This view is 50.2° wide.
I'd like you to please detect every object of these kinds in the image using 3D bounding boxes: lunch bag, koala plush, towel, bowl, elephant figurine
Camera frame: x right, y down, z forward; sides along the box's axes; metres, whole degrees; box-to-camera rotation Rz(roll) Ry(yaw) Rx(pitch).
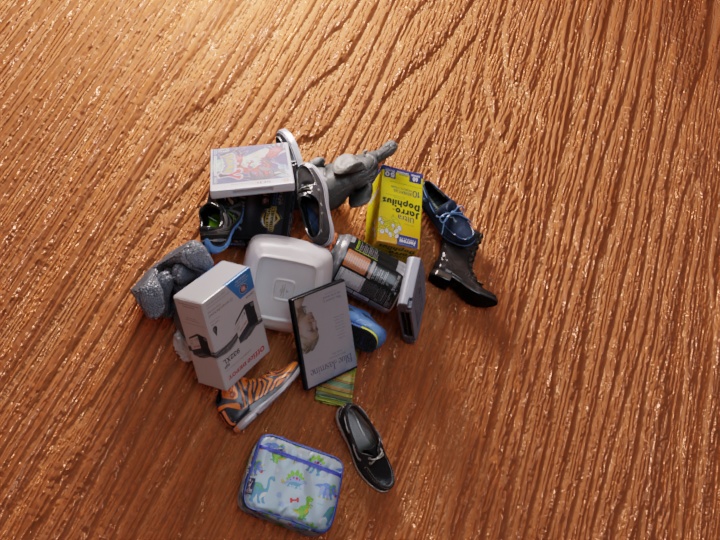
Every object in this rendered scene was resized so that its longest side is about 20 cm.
[{"bbox_3d":[-0.138,0.425,1.535,0.196,0.083,0.164,23,60,-9],"label":"lunch bag"},{"bbox_3d":[-0.355,0.069,1.586,0.177,0.183,0.201,-44,107,-21],"label":"koala plush"},{"bbox_3d":[-0.047,0.197,1.696,0.084,0.018,0.205,14,64,-14],"label":"towel"},{"bbox_3d":[-0.161,0.034,1.631,0.194,0.075,0.205,11,98,-5],"label":"bowl"},{"bbox_3d":[-0.020,-0.217,1.762,0.141,0.196,0.159,18,63,-59],"label":"elephant figurine"}]

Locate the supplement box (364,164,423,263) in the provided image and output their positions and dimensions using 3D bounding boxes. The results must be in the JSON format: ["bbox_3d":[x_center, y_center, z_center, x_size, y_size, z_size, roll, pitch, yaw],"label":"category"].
[{"bbox_3d":[0.078,-0.128,1.823,0.106,0.110,0.205,11,65,-14],"label":"supplement box"}]

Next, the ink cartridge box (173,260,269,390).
[{"bbox_3d":[-0.269,0.108,1.520,0.082,0.204,0.145,10,34,32],"label":"ink cartridge box"}]

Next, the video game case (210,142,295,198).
[{"bbox_3d":[-0.239,-0.222,1.683,0.177,0.023,0.202,-6,35,-7],"label":"video game case"}]

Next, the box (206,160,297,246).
[{"bbox_3d":[-0.245,-0.151,1.722,0.193,0.050,0.205,3,64,6],"label":"box"}]

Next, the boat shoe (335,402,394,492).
[{"bbox_3d":[0.017,0.370,1.613,0.073,0.060,0.203,-24,84,-25],"label":"boat shoe"}]

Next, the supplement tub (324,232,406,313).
[{"bbox_3d":[0.000,0.000,1.734,0.197,0.123,0.124,28,62,-4],"label":"supplement tub"}]

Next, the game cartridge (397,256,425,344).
[{"bbox_3d":[0.116,0.062,1.713,0.039,0.201,0.136,11,62,14],"label":"game cartridge"}]

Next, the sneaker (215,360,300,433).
[{"bbox_3d":[-0.216,0.229,1.591,0.112,0.078,0.199,47,62,4],"label":"sneaker"}]

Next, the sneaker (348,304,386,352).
[{"bbox_3d":[-0.029,0.106,1.709,0.198,0.067,0.078,33,30,12],"label":"sneaker"}]

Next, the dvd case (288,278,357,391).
[{"bbox_3d":[-0.077,0.135,1.619,0.141,0.017,0.205,-20,110,-36],"label":"dvd case"}]

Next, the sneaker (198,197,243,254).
[{"bbox_3d":[-0.296,-0.119,1.621,0.069,0.084,0.202,-5,38,10],"label":"sneaker"}]

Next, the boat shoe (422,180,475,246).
[{"bbox_3d":[0.201,-0.138,1.860,0.083,0.069,0.200,-35,60,-22],"label":"boat shoe"}]

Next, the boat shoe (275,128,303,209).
[{"bbox_3d":[-0.174,-0.237,1.810,0.066,0.072,0.205,-13,80,-24],"label":"boat shoe"}]

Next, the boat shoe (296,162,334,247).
[{"bbox_3d":[-0.110,-0.149,1.680,0.066,0.069,0.205,20,55,-61],"label":"boat shoe"}]

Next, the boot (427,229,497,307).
[{"bbox_3d":[0.265,-0.021,1.863,0.197,0.069,0.177,27,63,-2],"label":"boot"}]
